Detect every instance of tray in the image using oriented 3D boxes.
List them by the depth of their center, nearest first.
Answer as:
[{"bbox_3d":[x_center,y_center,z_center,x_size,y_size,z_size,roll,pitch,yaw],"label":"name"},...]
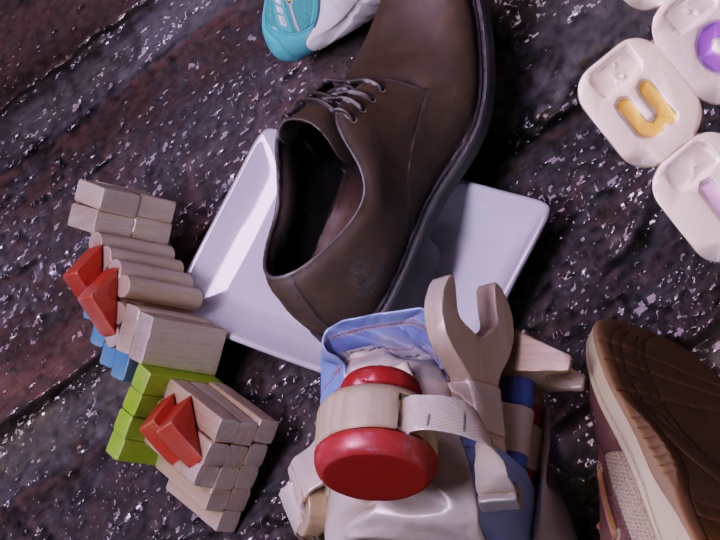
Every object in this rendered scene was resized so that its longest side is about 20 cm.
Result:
[{"bbox_3d":[0.000,0.000,1.293,0.199,0.022,0.108,18,77,45],"label":"tray"}]

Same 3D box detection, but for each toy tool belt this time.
[{"bbox_3d":[0.027,0.062,1.109,0.124,0.200,0.124,-6,59,16],"label":"toy tool belt"}]

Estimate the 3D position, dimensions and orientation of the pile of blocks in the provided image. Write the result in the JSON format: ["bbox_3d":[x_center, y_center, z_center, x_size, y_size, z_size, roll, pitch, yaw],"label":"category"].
[{"bbox_3d":[-0.111,0.036,1.315,0.082,0.062,0.201,-50,49,29],"label":"pile of blocks"}]

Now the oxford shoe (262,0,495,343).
[{"bbox_3d":[0.007,-0.067,1.254,0.072,0.084,0.201,-5,59,40],"label":"oxford shoe"}]

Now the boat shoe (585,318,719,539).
[{"bbox_3d":[0.118,0.095,1.093,0.072,0.072,0.200,-59,27,25],"label":"boat shoe"}]

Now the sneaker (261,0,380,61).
[{"bbox_3d":[-0.041,-0.192,1.414,0.080,0.077,0.201,-39,45,27],"label":"sneaker"}]

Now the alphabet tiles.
[{"bbox_3d":[0.190,-0.100,1.117,0.200,0.015,0.196,-40,83,9],"label":"alphabet tiles"}]
